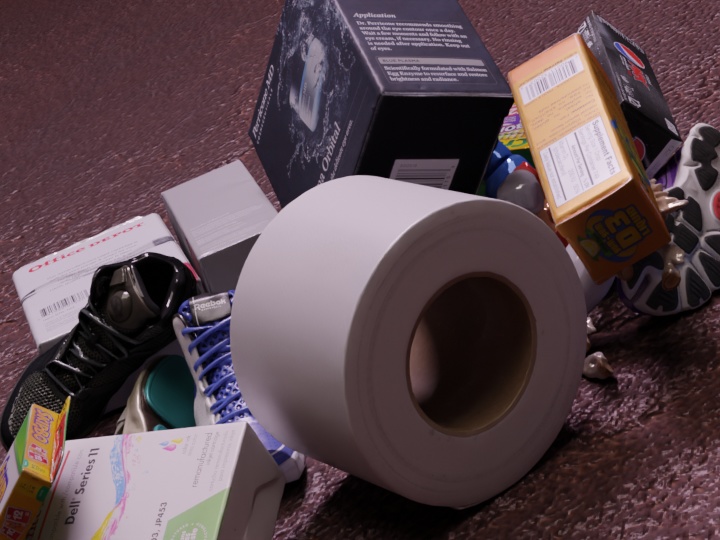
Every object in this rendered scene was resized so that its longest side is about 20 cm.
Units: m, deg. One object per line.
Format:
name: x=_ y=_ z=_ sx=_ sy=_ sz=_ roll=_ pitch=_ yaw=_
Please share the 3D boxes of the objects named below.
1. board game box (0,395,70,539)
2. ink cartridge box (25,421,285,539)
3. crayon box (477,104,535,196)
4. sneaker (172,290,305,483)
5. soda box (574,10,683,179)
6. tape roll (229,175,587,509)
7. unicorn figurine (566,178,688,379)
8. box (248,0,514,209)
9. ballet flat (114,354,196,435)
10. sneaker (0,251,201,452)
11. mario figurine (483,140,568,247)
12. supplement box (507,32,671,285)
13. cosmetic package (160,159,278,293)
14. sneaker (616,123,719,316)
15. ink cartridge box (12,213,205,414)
board game box: x=-0.239 y=0.178 z=1.184 sx=0.201 sy=0.030 sz=0.096 roll=-59 pitch=16 yaw=15
ink cartridge box: x=-0.159 y=0.172 z=1.201 sx=0.199 sy=0.067 sz=0.118 roll=-9 pitch=47 yaw=25
crayon box: x=0.132 y=-0.105 z=1.654 sx=0.199 sy=0.059 sz=0.119 roll=-6 pitch=26 yaw=29
sneaker: x=-0.099 y=0.081 z=1.344 sx=0.080 sy=0.116 sz=0.200 roll=-20 pitch=22 yaw=1
soda box: x=0.204 y=-0.137 z=1.497 sx=0.071 sy=0.063 sz=0.200 roll=-52 pitch=17 yaw=22
tape roll: x=0.033 y=0.043 z=1.212 sx=0.202 sy=0.204 sz=0.139 roll=-32 pitch=25 yaw=-28
unicorn figurine: x=0.152 y=0.010 z=1.314 sx=0.200 sy=0.074 sz=0.137 roll=-41 pitch=33 yaw=7
box: x=0.009 y=-0.122 z=1.449 sx=0.117 sy=0.197 sz=0.200 roll=-1 pitch=43 yaw=-24
ballet flat: x=-0.159 y=0.129 z=1.358 sx=0.069 sy=0.070 sz=0.200 roll=-16 pitch=24 yaw=8
sneaker: x=-0.206 y=0.059 z=1.400 sx=0.199 sy=0.076 sz=0.114 roll=-42 pitch=-15 yaw=-12
mario figurine: x=0.122 y=-0.046 z=1.458 sx=0.123 sy=0.106 sz=0.200 roll=1 pitch=30 yaw=-41
supplement box: x=0.158 y=-0.082 z=1.281 sx=0.069 sy=0.067 sz=0.200 roll=-28 pitch=35 yaw=17
cosmetic package: x=-0.105 y=-0.012 z=1.572 sx=0.090 sy=0.107 sz=0.200 roll=-24 pitch=21 yaw=-9
sneaker: x=0.240 y=-0.026 z=1.400 sx=0.083 sy=0.081 sz=0.200 roll=-43 pitch=8 yaw=44
ink cartridge box: x=-0.211 y=0.038 z=1.572 sx=0.145 sy=0.084 sz=0.200 roll=-23 pitch=22 yaw=-9
